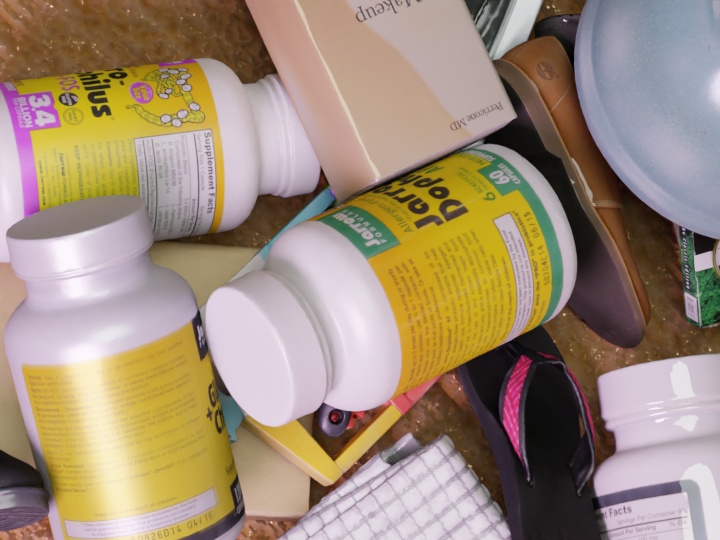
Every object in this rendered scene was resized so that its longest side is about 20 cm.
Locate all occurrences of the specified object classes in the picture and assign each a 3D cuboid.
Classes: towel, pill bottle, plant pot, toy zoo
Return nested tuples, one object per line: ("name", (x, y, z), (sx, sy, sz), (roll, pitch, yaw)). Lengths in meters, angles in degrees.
("towel", (0.010, 0.211, 1.639), (0.200, 0.086, 0.166), (-38, 89, -10))
("pill bottle", (0.015, 0.012, 1.594), (0.199, 0.113, 0.113), (-25, 84, -30))
("plant pot", (0.238, -0.131, 1.613), (0.199, 0.134, 0.202), (5, 72, -15))
("pill bottle", (-0.137, 0.065, 1.583), (0.111, 0.112, 0.201), (-15, 106, -9))
("pill bottle", (-0.128, -0.068, 1.657), (0.199, 0.104, 0.105), (-9, 81, -17))
("pill bottle", (0.198, 0.155, 1.657), (0.119, 0.120, 0.201), (-6, 81, -8))
("toy zoo", (-0.015, 0.034, 1.681), (0.200, 0.020, 0.131), (-44, 96, -19))

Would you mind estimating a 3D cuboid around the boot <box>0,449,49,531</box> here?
("boot", (-0.238, 0.050, 1.604), (0.065, 0.164, 0.201), (2, 78, -36))

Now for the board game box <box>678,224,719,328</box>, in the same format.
("board game box", (0.284, -0.039, 1.711), (0.199, 0.023, 0.105), (-15, 113, -20))

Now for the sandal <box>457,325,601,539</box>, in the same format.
("sandal", (0.108, 0.094, 1.642), (0.075, 0.045, 0.201), (5, 53, -27))

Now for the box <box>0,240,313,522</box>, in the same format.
("box", (-0.125, 0.064, 1.682), (0.199, 0.021, 0.165), (4, 80, -7))

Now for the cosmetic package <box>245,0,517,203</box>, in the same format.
("cosmetic package", (-0.002, -0.152, 1.630), (0.105, 0.071, 0.201), (-26, 90, -21))

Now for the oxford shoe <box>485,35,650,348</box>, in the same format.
("oxford shoe", (0.137, -0.048, 1.692), (0.071, 0.071, 0.201), (-36, 112, -32))

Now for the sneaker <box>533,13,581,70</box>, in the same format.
("sneaker", (0.193, -0.095, 1.708), (0.199, 0.074, 0.089), (19, 83, -7))

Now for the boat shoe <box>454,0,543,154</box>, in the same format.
("boat shoe", (0.074, -0.149, 1.722), (0.056, 0.069, 0.201), (22, 80, -2))

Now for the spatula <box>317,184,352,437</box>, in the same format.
("spatula", (0.000, 0.000, 1.669), (0.056, 0.021, 0.201), (14, 77, -17))

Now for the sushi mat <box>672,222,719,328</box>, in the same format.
("sushi mat", (0.231, -0.068, 1.754), (0.095, 0.012, 0.201), (-13, 82, -8))
